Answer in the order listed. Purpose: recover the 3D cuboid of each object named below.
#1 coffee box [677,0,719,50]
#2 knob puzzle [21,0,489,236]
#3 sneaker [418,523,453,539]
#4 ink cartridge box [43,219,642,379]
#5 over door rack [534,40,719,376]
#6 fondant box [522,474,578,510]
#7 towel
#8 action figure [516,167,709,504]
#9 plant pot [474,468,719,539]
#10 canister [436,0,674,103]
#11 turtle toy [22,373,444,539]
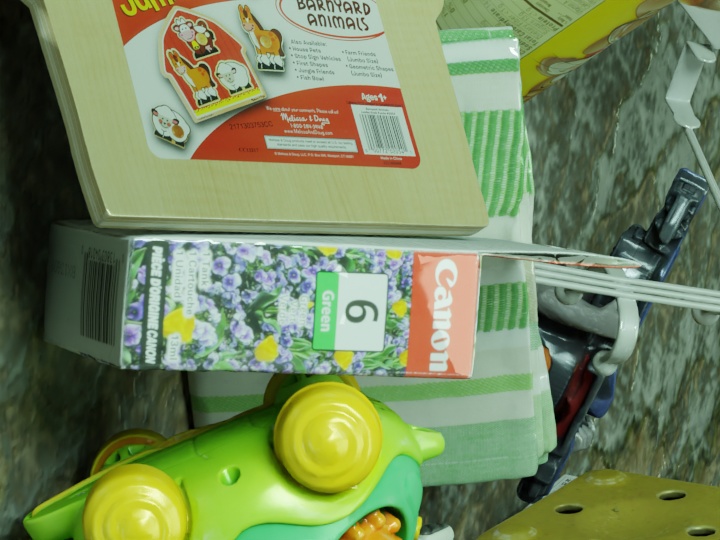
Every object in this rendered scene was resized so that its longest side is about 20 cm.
[{"bbox_3d":[0.154,-0.219,1.279,0.200,0.114,0.080,49,33,-15],"label":"coffee box"},{"bbox_3d":[-0.052,-0.103,1.024,0.219,0.030,0.221,19,55,-30],"label":"knob puzzle"},{"bbox_3d":[-0.030,0.176,1.110,0.200,0.077,0.085,-38,101,-28],"label":"sneaker"},{"bbox_3d":[-0.008,0.011,1.027,0.199,0.109,0.051,3,93,-22],"label":"ink cartridge box"},{"bbox_3d":[0.100,-0.029,1.249,0.201,0.147,0.067,-96,-158,-43],"label":"over door rack"},{"bbox_3d":[0.092,0.213,1.469,0.200,0.058,0.145,-30,124,-56],"label":"fondant box"},{"bbox_3d":[0.000,0.000,1.129,0.023,0.152,0.201,-89,174,-64],"label":"towel"},{"bbox_3d":[0.080,0.023,1.340,0.201,0.104,0.193,-63,165,21],"label":"action figure"},{"bbox_3d":[0.135,0.207,1.296,0.195,0.193,0.201,-22,113,-50],"label":"plant pot"},{"bbox_3d":[0.079,-0.147,1.138,0.086,0.200,0.149,30,53,-23],"label":"canister"},{"bbox_3d":[-0.058,0.108,1.029,0.146,0.199,0.102,-129,-164,-85],"label":"turtle toy"}]
